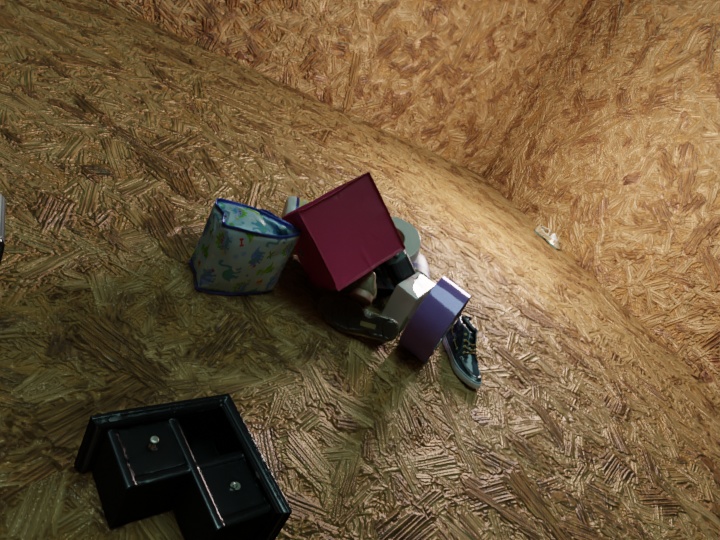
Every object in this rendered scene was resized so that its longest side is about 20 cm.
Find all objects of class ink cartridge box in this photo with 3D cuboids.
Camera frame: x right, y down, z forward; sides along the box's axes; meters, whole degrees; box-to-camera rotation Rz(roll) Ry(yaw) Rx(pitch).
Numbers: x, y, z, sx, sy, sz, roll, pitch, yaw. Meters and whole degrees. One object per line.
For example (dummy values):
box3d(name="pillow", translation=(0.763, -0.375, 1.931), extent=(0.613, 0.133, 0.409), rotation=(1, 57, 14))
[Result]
box3d(name="ink cartridge box", translation=(0.134, 0.079, 1.470), extent=(0.067, 0.119, 0.199), rotation=(35, 23, 16))

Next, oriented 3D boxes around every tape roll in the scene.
box3d(name="tape roll", translation=(0.183, 0.120, 1.347), extent=(0.084, 0.203, 0.199), rotation=(34, 24, 13))
box3d(name="tape roll", translation=(0.076, -0.083, 1.593), extent=(0.197, 0.038, 0.206), rotation=(3, 45, -3))

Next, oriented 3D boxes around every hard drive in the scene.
box3d(name="hard drive", translation=(0.000, 0.000, 1.555), extent=(0.133, 0.043, 0.201), rotation=(8, 33, -44))

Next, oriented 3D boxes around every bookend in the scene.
box3d(name="bookend", translation=(-0.224, 0.272, 0.692), extent=(0.197, 0.093, 0.199), rotation=(3, 36, -46))

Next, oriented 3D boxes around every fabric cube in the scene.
box3d(name="fabric cube", translation=(-0.046, -0.087, 1.293), extent=(0.200, 0.197, 0.199), rotation=(63, -16, -10))

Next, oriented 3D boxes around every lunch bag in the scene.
box3d(name="lunch bag", translation=(-0.243, -0.041, 1.180), extent=(0.196, 0.172, 0.129), rotation=(12, 32, -35))

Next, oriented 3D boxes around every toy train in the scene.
box3d(name="toy train", translation=(0.075, -0.059, 1.444), extent=(0.204, 0.084, 0.114), rotation=(65, -11, -10))

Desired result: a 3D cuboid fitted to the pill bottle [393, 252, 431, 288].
box3d(name="pill bottle", translation=(0.151, 0.011, 1.630), extent=(0.110, 0.113, 0.201), rotation=(26, 23, -10))

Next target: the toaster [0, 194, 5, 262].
box3d(name="toaster", translation=(-0.575, -0.027, 0.715), extent=(0.178, 0.202, 0.120), rotation=(10, 34, -38))

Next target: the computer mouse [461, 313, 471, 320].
box3d(name="computer mouse", translation=(0.254, 0.138, 1.595), extent=(0.109, 0.044, 0.199), rotation=(39, 24, 14))

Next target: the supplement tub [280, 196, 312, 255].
box3d(name="supplement tub", translation=(-0.115, -0.101, 1.453), extent=(0.195, 0.148, 0.146), rotation=(15, 27, -14))

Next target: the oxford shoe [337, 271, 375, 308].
box3d(name="oxford shoe", translation=(-0.002, 0.044, 1.332), extent=(0.070, 0.075, 0.199), rotation=(28, -13, -15))

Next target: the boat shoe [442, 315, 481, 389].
box3d(name="boat shoe", translation=(0.276, 0.207, 1.429), extent=(0.069, 0.092, 0.202), rotation=(18, 27, -26))

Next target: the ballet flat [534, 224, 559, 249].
box3d(name="ballet flat", translation=(1.134, -0.209, 3.310), extent=(0.070, 0.066, 0.200), rotation=(1, 38, -49))

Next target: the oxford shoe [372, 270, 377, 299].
box3d(name="oxford shoe", translation=(0.002, -0.007, 1.444), extent=(0.069, 0.072, 0.203), rotation=(-6, 50, -8))

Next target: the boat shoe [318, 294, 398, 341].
box3d(name="boat shoe", translation=(-0.008, 0.119, 1.304), extent=(0.198, 0.076, 0.075), rotation=(25, -9, -1))
